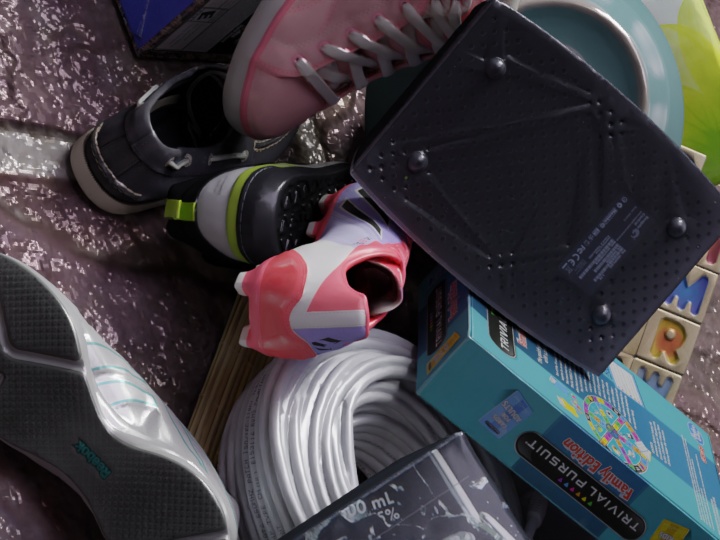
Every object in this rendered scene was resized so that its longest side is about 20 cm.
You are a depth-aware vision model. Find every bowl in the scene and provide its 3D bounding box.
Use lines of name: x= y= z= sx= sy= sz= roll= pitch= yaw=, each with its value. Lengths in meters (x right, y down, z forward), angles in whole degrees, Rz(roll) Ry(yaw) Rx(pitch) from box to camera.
bowl: x=0.105 y=-0.096 z=1.285 sx=0.202 sy=0.200 sz=0.105 roll=54 pitch=-4 yaw=-3

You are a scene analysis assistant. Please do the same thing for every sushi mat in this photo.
sushi mat: x=-0.054 y=0.096 z=1.201 sx=0.096 sy=0.012 sz=0.201 roll=42 pitch=39 yaw=-22

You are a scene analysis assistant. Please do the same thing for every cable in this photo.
cable: x=0.009 y=0.125 z=1.186 sx=0.200 sy=0.069 sz=0.201 roll=45 pitch=38 yaw=-19

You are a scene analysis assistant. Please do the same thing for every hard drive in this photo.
hard drive: x=0.099 y=-0.046 z=1.203 sx=0.200 sy=0.135 sz=0.042 roll=38 pitch=7 yaw=-25

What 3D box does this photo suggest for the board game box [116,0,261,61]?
board game box: x=-0.034 y=-0.207 z=1.327 sx=0.199 sy=0.159 sz=0.098 roll=-3 pitch=65 yaw=-50

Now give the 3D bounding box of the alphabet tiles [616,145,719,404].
alphabet tiles: x=0.134 y=0.003 z=1.342 sx=0.165 sy=0.006 sz=0.202 roll=22 pitch=82 yaw=-4

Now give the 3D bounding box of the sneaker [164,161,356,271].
sneaker: x=-0.052 y=-0.033 z=1.250 sx=0.200 sy=0.082 sz=0.073 roll=17 pitch=78 yaw=-70

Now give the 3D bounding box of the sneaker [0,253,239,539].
sneaker: x=-0.135 y=0.075 z=1.092 sx=0.201 sy=0.070 sz=0.080 roll=50 pitch=8 yaw=5

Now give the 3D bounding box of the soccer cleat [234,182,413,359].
soccer cleat: x=0.000 y=0.000 z=1.167 sx=0.200 sy=0.076 sz=0.067 roll=-38 pitch=128 yaw=-64

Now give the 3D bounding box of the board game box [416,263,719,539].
board game box: x=0.120 y=0.083 z=1.242 sx=0.200 sy=0.047 sz=0.151 roll=39 pitch=18 yaw=-12

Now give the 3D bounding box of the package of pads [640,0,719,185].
package of pads: x=0.139 y=-0.102 z=1.392 sx=0.068 sy=0.198 sz=0.156 roll=-104 pitch=170 yaw=-77

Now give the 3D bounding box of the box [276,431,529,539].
box: x=0.006 y=0.215 z=1.020 sx=0.199 sy=0.124 sz=0.198 roll=-32 pitch=86 yaw=-18

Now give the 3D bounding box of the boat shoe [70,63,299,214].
boat shoe: x=-0.083 y=-0.085 z=1.261 sx=0.200 sy=0.063 sz=0.073 roll=-28 pitch=85 yaw=-53

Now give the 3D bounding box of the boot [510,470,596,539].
boot: x=0.166 y=0.165 z=1.338 sx=0.095 sy=0.073 sz=0.201 roll=-40 pitch=104 yaw=-36

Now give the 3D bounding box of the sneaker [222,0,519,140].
sneaker: x=0.015 y=-0.137 z=1.211 sx=0.105 sy=0.201 sz=0.075 roll=41 pitch=-1 yaw=30
